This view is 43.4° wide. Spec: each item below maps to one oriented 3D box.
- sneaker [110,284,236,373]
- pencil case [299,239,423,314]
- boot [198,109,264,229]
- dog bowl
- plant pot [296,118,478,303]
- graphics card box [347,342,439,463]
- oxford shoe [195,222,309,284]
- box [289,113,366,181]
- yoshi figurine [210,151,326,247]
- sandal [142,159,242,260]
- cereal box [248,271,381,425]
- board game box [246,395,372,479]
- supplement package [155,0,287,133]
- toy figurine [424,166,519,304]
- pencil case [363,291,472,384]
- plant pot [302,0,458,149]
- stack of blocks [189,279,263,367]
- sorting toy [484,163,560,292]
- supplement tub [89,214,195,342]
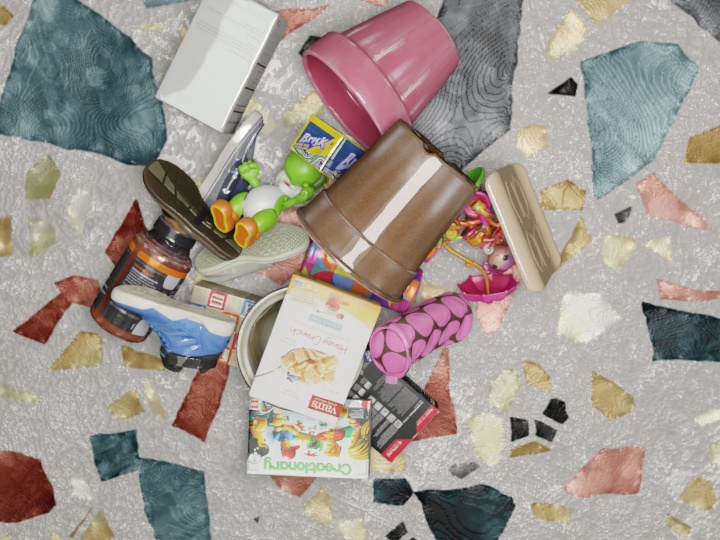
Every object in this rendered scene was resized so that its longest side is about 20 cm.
[{"bbox_3d":[-0.305,0.100,1.412,0.200,0.077,0.111,20,100,-27],"label":"sneaker"},{"bbox_3d":[0.000,0.000,1.459,0.200,0.088,0.088,24,99,-2],"label":"pencil case"},{"bbox_3d":[-0.190,-0.155,1.457,0.090,0.073,0.200,34,107,-7],"label":"boot"},{"bbox_3d":[-0.093,0.116,1.426,0.200,0.074,0.200,0,98,-3],"label":"dog bowl"},{"bbox_3d":[0.048,-0.091,1.282,0.200,0.200,0.198,42,102,-4],"label":"plant pot"},{"bbox_3d":[0.017,0.206,1.505,0.200,0.051,0.125,41,99,-4],"label":"graphics card box"},{"bbox_3d":[-0.170,-0.025,1.463,0.200,0.075,0.058,-16,139,17],"label":"oxford shoe"},{"bbox_3d":[-0.024,-0.166,1.372,0.070,0.200,0.064,38,97,24],"label":"box"},{"bbox_3d":[-0.129,-0.128,1.399,0.200,0.112,0.113,-38,109,-33],"label":"yoshi figurine"},{"bbox_3d":[-0.270,-0.087,1.422,0.200,0.082,0.055,44,131,-11],"label":"sandal"},{"bbox_3d":[-0.069,0.119,1.370,0.144,0.040,0.200,19,97,-5],"label":"cereal box"},{"bbox_3d":[-0.083,0.269,1.466,0.200,0.035,0.126,1,87,4],"label":"board game box"},{"bbox_3d":[-0.212,-0.326,1.403,0.117,0.117,0.200,28,98,-2],"label":"supplement package"},{"bbox_3d":[0.183,-0.035,1.422,0.184,0.150,0.200,40,115,-15],"label":"toy figurine"},{"bbox_3d":[0.097,0.102,1.415,0.091,0.200,0.094,-1,104,41],"label":"pencil case"},{"bbox_3d":[0.042,-0.302,1.368,0.179,0.200,0.200,-40,95,-7],"label":"plant pot"},{"bbox_3d":[-0.187,0.099,1.494,0.200,0.059,0.115,15,99,0],"label":"stack of blocks"},{"bbox_3d":[0.245,-0.068,1.381,0.036,0.200,0.185,-22,93,24],"label":"sorting toy"},{"bbox_3d":[-0.345,0.011,1.465,0.107,0.107,0.200,34,99,-2],"label":"supplement tub"}]
